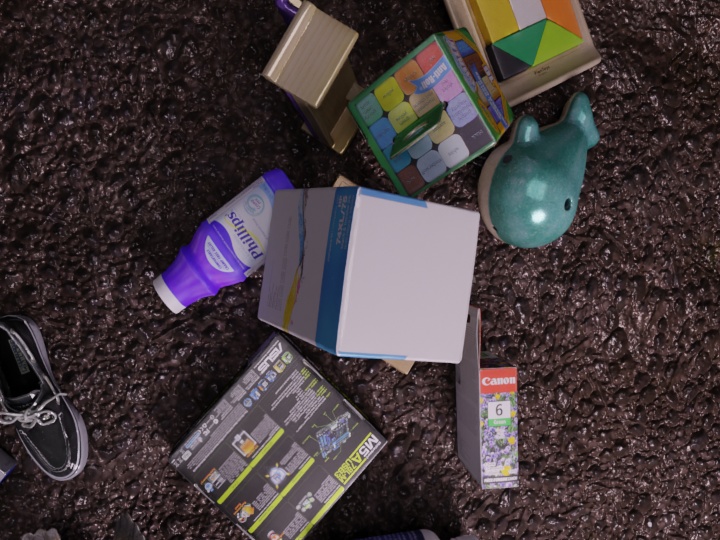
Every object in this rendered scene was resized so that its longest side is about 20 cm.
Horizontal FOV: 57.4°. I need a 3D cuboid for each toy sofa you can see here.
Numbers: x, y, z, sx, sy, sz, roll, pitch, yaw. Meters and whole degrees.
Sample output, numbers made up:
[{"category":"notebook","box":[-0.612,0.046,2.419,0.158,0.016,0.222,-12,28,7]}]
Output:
[{"category":"toy sofa","box":[-0.050,-0.204,0.706,0.096,0.200,0.084,32,90,7]}]

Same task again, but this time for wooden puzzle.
[{"category":"wooden puzzle","box":[0.193,-0.317,0.797,0.181,0.037,0.205,-27,95,-16]}]

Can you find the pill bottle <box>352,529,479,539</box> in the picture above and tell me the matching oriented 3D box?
[{"category":"pill bottle","box":[0.053,0.380,0.788,0.193,0.120,0.124,-7,94,-6]}]

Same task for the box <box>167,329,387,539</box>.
[{"category":"box","box":[-0.098,0.213,0.799,0.193,0.047,0.201,43,86,-9]}]

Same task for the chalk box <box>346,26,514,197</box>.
[{"category":"chalk box","box":[0.076,-0.168,0.709,0.123,0.200,0.126,-30,97,27]}]

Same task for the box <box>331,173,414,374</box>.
[{"category":"box","box":[0.015,0.006,0.814,0.197,0.021,0.166,31,89,-8]}]

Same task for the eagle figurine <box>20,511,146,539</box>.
[{"category":"eagle figurine","box":[-0.291,0.377,0.734,0.148,0.204,0.152,24,50,29]}]

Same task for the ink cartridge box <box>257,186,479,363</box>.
[{"category":"ink cartridge box","box":[0.000,0.000,0.682,0.143,0.198,0.151,7,91,-30]}]

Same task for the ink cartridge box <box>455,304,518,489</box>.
[{"category":"ink cartridge box","box":[0.150,0.142,0.793,0.049,0.109,0.208,-2,93,-6]}]

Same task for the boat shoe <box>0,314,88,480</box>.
[{"category":"boat shoe","box":[-0.373,0.149,0.750,0.071,0.068,0.206,-15,95,-5]}]

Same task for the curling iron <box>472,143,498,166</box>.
[{"category":"curling iron","box":[0.160,-0.235,0.818,0.048,0.026,0.207,9,91,-10]}]

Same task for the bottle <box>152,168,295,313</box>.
[{"category":"bottle","box":[-0.151,-0.030,0.770,0.198,0.065,0.084,-37,97,-4]}]

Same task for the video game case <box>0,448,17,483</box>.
[{"category":"video game case","box":[-0.529,0.245,0.748,0.180,0.045,0.201,41,87,-8]}]

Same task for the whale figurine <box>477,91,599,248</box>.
[{"category":"whale figurine","box":[0.230,-0.117,0.783,0.200,0.103,0.160,-45,127,-12]}]
